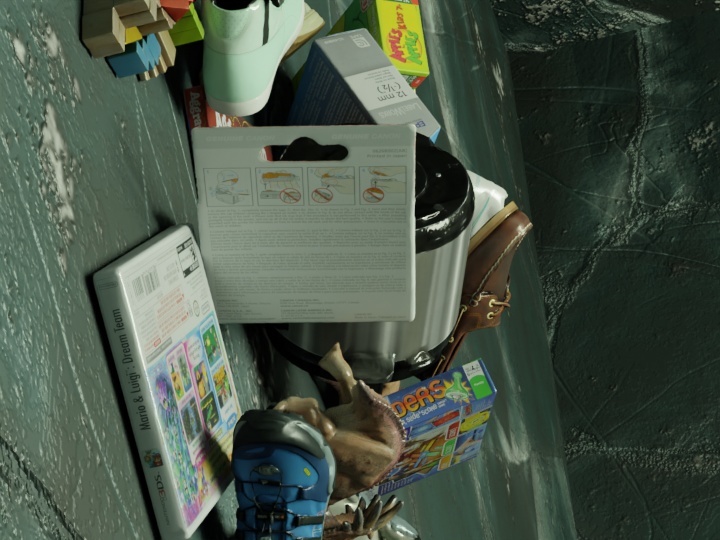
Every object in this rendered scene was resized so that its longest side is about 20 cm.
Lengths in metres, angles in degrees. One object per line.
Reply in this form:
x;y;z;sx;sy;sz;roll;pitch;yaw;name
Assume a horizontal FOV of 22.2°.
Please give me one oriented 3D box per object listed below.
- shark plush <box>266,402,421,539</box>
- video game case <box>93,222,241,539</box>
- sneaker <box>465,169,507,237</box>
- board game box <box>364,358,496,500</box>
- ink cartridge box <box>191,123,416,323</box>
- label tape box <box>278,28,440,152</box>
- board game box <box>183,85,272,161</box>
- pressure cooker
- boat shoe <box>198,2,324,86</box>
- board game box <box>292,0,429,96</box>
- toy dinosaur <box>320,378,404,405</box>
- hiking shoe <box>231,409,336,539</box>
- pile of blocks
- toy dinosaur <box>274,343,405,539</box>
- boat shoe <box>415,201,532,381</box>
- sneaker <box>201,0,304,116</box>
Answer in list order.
-0.039;0.193;1.557;0.200;0.091;0.083;44;9;-33;shark plush
-0.126;0.070;1.263;0.200;0.024;0.182;-51;128;-77;video game case
0.074;-0.013;1.692;0.071;0.080;0.200;-84;-166;-44;sneaker
0.043;0.146;1.602;0.200;0.135;0.035;95;-28;-68;board game box
-0.040;-0.043;1.349;0.050;0.162;0.200;-91;180;-47;ink cartridge box
0.013;-0.100;1.679;0.200;0.066;0.143;53;-36;26;label tape box
-0.103;-0.083;1.550;0.200;0.019;0.103;33;45;-75;board game box
0.003;0.001;1.535;0.176;0.178;0.200;-34;143;-39;pressure cooker
-0.099;-0.199;1.586;0.066;0.074;0.200;49;27;-4;boat shoe
-0.003;-0.190;1.794;0.200;0.048;0.102;136;-48;-55;board game box
0.011;0.114;1.775;0.200;0.086;0.136;-22;136;-63;toy dinosaur
-0.055;0.183;1.290;0.087;0.074;0.200;-82;171;-47;hiking shoe
-0.145;-0.181;1.338;0.200;0.062;0.082;-67;143;-71;pile of blocks
-0.010;0.147;1.407;0.136;0.200;0.086;42;41;3;toy dinosaur
0.099;0.024;1.635;0.070;0.200;0.070;45;38;11;boat shoe
-0.084;-0.230;1.470;0.201;0.074;0.118;-83;177;-46;sneaker
